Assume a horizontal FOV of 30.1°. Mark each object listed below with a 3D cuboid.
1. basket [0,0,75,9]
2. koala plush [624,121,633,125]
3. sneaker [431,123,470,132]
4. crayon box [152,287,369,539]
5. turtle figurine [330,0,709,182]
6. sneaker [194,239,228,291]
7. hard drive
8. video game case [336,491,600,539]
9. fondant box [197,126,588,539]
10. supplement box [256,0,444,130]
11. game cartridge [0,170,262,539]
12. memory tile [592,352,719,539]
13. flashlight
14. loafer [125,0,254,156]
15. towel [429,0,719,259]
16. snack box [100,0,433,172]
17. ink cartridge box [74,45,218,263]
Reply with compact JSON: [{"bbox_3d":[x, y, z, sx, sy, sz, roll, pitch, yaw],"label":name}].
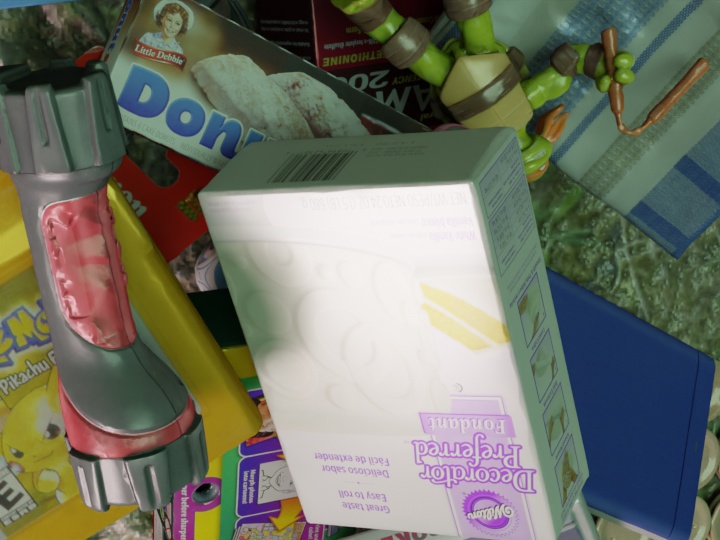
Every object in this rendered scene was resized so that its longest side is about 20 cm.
[{"bbox_3d":[-0.212,-0.132,0.646,0.198,0.176,0.140,-5,102,-10],"label":"basket"},{"bbox_3d":[0.164,-0.188,0.793,0.182,0.178,0.201,-7,115,19],"label":"koala plush"},{"bbox_3d":[0.044,0.022,0.710,0.095,0.079,0.201,-12,114,21],"label":"sneaker"},{"bbox_3d":[-0.034,0.100,0.793,0.171,0.058,0.201,-8,126,-20],"label":"crayon box"},{"bbox_3d":[0.068,-0.107,0.705,0.199,0.065,0.162,-28,117,15],"label":"turtle figurine"},{"bbox_3d":[0.000,0.000,0.815,0.199,0.072,0.072,-5,102,-22],"label":"sneaker"},{"bbox_3d":[0.150,0.086,0.862,0.199,0.025,0.133,26,68,-32],"label":"hard drive"},{"bbox_3d":[0.050,0.172,0.791,0.181,0.200,0.023,-18,67,7],"label":"video game case"},{"bbox_3d":[0.020,0.035,0.653,0.058,0.143,0.201,-53,134,-49],"label":"fondant box"},{"bbox_3d":[-0.001,-0.142,0.776,0.108,0.061,0.202,-15,108,-35],"label":"supplement box"},{"bbox_3d":[-0.168,0.044,0.650,0.176,0.032,0.201,-32,118,-4],"label":"game cartridge"},{"bbox_3d":[0.213,0.135,0.958,0.198,0.017,0.155,0,101,-21],"label":"memory tile"},{"bbox_3d":[-0.115,0.008,0.601,0.067,0.068,0.201,-12,113,-12],"label":"flashlight"},{"bbox_3d":[-0.135,-0.083,0.746,0.200,0.072,0.063,-47,118,-10],"label":"loafer"},{"bbox_3d":[0.142,-0.111,0.729,0.200,0.024,0.147,38,124,-3],"label":"towel"},{"bbox_3d":[-0.045,-0.077,0.706,0.199,0.024,0.072,24,89,-34],"label":"snack box"},{"bbox_3d":[-0.164,0.001,0.710,0.200,0.050,0.162,-38,143,2],"label":"ink cartridge box"}]
